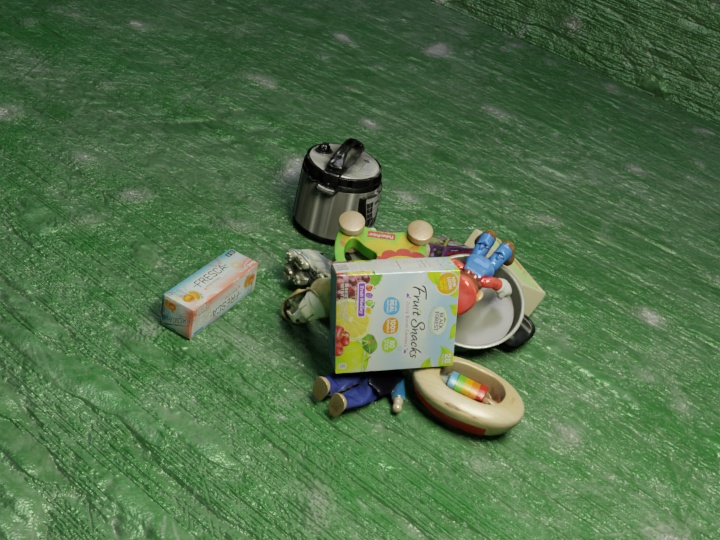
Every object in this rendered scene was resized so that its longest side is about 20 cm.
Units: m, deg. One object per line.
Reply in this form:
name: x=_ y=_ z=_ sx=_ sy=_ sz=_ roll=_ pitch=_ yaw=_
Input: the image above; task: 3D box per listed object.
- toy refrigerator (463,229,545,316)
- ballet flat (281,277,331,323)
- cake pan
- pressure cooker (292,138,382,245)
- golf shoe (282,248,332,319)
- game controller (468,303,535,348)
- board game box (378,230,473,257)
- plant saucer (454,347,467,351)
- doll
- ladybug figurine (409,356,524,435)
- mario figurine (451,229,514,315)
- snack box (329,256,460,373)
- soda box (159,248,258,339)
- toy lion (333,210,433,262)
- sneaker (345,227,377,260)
toy refrigerator: x=0.292 y=0.001 z=1.676 sx=0.075 sy=0.070 sz=0.201 roll=19 pitch=25 yaw=-36
ballet flat: x=-0.084 y=0.059 z=1.379 sx=0.070 sy=0.072 sz=0.200 roll=-2 pitch=-7 yaw=-25
cake pan: x=0.203 y=0.062 z=1.500 sx=0.197 sy=0.037 sz=0.202 roll=1 pitch=57 yaw=-1
pressure cooker: x=-0.047 y=-0.175 z=1.698 sx=0.177 sy=0.202 sz=0.176 roll=-3 pitch=36 yaw=-27
golf shoe: x=-0.052 y=0.017 z=1.479 sx=0.096 sy=0.079 sz=0.200 roll=-13 pitch=44 yaw=-40
game controller: x=0.242 y=0.070 z=1.556 sx=0.200 sy=0.042 sz=0.104 roll=41 pitch=46 yaw=22
board game box: x=0.123 y=-0.054 z=1.691 sx=0.198 sy=0.033 sz=0.120 roll=3 pitch=18 yaw=-30
plant saucer: x=0.143 y=0.084 z=1.558 sx=0.069 sy=0.019 sz=0.201 roll=2 pitch=34 yaw=-20
doll: x=0.019 y=0.182 z=1.331 sx=0.199 sy=0.049 sz=0.136 roll=-17 pitch=50 yaw=-45
ladybug figurine: x=0.168 y=0.208 z=1.331 sx=0.198 sy=0.073 sz=0.136 roll=26 pitch=34 yaw=16
mario figurine: x=0.197 y=0.018 z=1.477 sx=0.123 sy=0.107 sz=0.200 roll=5 pitch=37 yaw=43
snack box: x=0.052 y=0.070 z=1.293 sx=0.197 sy=0.171 sz=0.068 roll=-4 pitch=22 yaw=-11
soda box: x=-0.261 y=0.038 z=1.417 sx=0.068 sy=0.064 sz=0.200 roll=25 pitch=33 yaw=16
toy lion: x=0.048 y=-0.003 z=1.404 sx=0.197 sy=0.069 sz=0.193 roll=8 pitch=50 yaw=2
sneaker: x=0.000 y=0.000 z=1.484 sx=0.078 sy=0.075 sz=0.201 roll=3 pitch=43 yaw=-12
